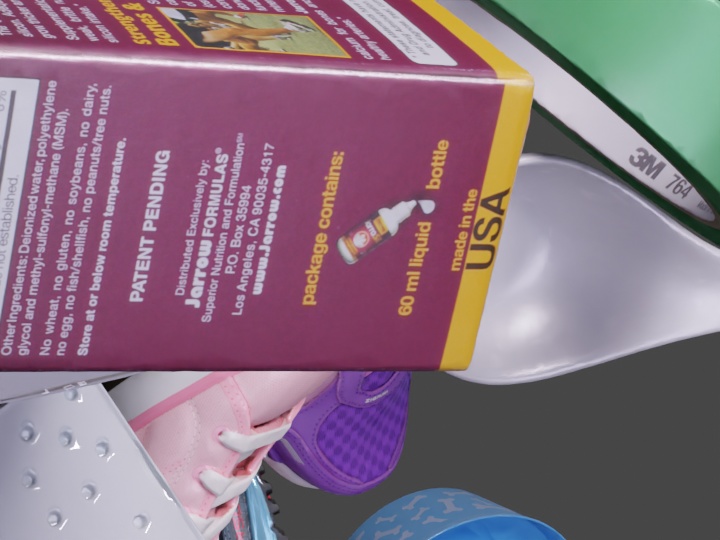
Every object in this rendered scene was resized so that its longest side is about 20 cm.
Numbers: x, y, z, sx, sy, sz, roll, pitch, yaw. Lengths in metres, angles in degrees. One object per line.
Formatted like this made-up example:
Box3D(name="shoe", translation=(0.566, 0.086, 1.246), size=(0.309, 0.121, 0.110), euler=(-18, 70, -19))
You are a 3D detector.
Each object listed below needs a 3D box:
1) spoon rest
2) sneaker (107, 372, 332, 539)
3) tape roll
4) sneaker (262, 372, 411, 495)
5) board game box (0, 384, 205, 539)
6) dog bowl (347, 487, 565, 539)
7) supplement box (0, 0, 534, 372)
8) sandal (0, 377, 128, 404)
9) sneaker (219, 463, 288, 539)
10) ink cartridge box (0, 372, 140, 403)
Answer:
Box3D(name="spoon rest", translation=(0.106, -0.002, 1.069), size=(0.200, 0.061, 0.100), euler=(-2, 114, -31))
Box3D(name="sneaker", translation=(-0.068, 0.091, 0.944), size=(0.200, 0.105, 0.075), euler=(-32, 171, 19))
Box3D(name="tape roll", translation=(0.085, -0.079, 0.931), size=(0.048, 0.200, 0.200), euler=(-50, 127, 0))
Box3D(name="sneaker", translation=(0.000, 0.000, 0.979), size=(0.080, 0.088, 0.201), euler=(-22, 121, -38))
Box3D(name="board game box", translation=(-0.115, 0.165, 0.852), size=(0.200, 0.026, 0.200), euler=(-37, 97, -30))
Box3D(name="dog bowl", translation=(0.031, 0.183, 1.121), size=(0.111, 0.050, 0.201), euler=(-7, 117, -27))
Box3D(name="supplement box", translation=(-0.072, -0.033, 0.668), size=(0.199, 0.110, 0.086), euler=(1, 113, -27))
Box3D(name="sandal", translation=(-0.114, 0.010, 0.914), size=(0.200, 0.055, 0.082), euler=(-20, 145, -57))
Box3D(name="sneaker", translation=(-0.086, 0.147, 1.017), size=(0.095, 0.079, 0.201), euler=(-2, 114, -27))
Box3D(name="ink cartridge box", translation=(-0.116, -0.069, 0.817), size=(0.084, 0.200, 0.145), euler=(-14, 119, -24))
